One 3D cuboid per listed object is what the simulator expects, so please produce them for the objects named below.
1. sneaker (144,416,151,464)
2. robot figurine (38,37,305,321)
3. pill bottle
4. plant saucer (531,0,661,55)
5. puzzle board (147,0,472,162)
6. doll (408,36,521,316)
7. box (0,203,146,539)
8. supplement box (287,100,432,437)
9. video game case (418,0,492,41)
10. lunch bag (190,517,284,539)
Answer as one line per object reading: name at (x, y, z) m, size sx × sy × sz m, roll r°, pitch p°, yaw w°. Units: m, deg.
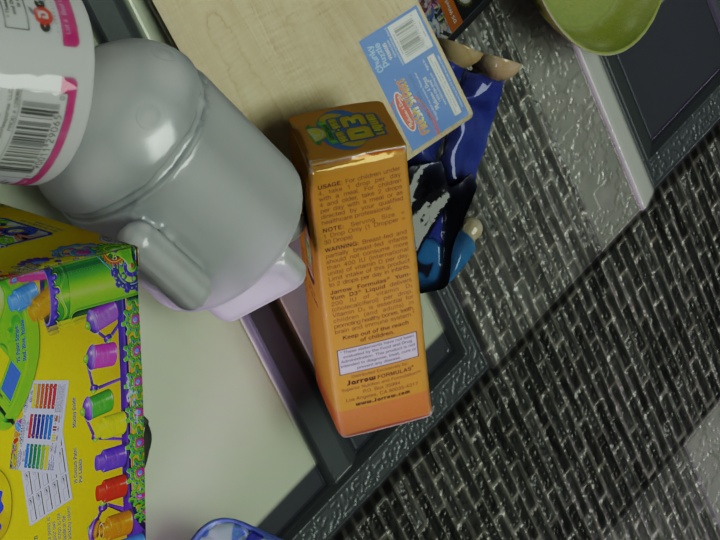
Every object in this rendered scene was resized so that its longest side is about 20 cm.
sneaker at (-0.172, 0.171, 1.397) m, size 0.079 × 0.074 × 0.201 m, roll 35°, pitch 76°, yaw -50°
robot figurine at (-0.111, -0.054, 1.395) m, size 0.200 × 0.113 × 0.170 m, roll 45°, pitch 25°, yaw -37°
pill bottle at (-0.247, -0.107, 1.251) m, size 0.199 × 0.113 × 0.114 m, roll 5°, pitch 91°, yaw -35°
plant saucer at (0.153, -0.247, 1.674) m, size 0.200 × 0.031 × 0.201 m, roll 0°, pitch 90°, yaw -52°
puzzle board at (-0.033, -0.139, 1.492) m, size 0.150 × 0.017 × 0.201 m, roll -34°, pitch 113°, yaw -14°
doll at (0.040, -0.049, 1.581) m, size 0.136 × 0.048 × 0.201 m, roll 13°, pitch 95°, yaw -46°
box at (-0.216, 0.090, 1.201) m, size 0.192 × 0.122 × 0.201 m, roll -15°, pitch 112°, yaw -42°
supplement box at (0.000, 0.000, 1.494) m, size 0.068 × 0.067 × 0.201 m, roll -14°, pitch 124°, yaw -8°
video game case at (0.014, -0.228, 1.562) m, size 0.181 × 0.025 × 0.200 m, roll -47°, pitch 125°, yaw -31°
lunch bag at (-0.073, 0.258, 1.441) m, size 0.200 × 0.160 × 0.083 m, roll -58°, pitch 172°, yaw -23°
